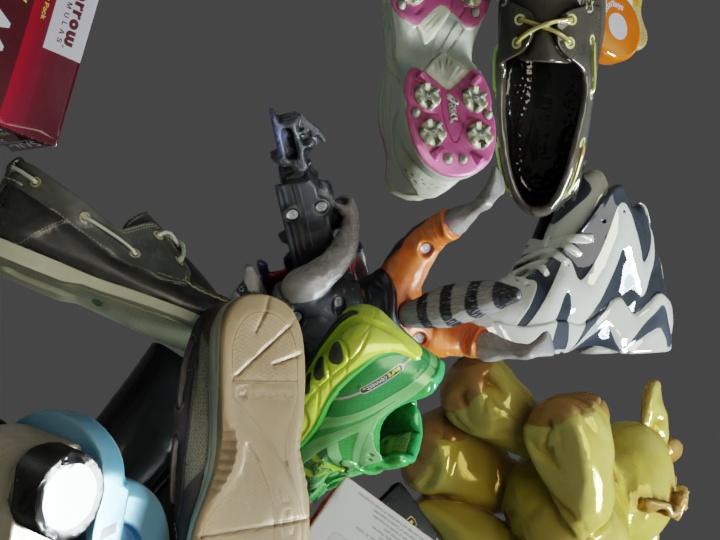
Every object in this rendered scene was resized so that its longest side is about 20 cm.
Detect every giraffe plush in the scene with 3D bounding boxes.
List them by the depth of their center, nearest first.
[{"bbox_3d":[0.143,0.139,1.436,0.162,0.200,0.173,-22,145,-55],"label":"giraffe plush"}]

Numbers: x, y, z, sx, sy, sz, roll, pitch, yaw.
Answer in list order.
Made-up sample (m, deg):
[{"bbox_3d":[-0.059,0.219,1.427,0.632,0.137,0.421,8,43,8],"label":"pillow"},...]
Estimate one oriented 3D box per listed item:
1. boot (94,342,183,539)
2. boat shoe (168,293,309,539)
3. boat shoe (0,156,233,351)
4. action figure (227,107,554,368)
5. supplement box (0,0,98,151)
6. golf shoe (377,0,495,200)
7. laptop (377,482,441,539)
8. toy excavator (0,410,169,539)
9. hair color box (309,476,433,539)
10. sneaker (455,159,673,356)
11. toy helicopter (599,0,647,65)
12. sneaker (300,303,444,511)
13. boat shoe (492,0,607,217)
[{"bbox_3d":[-0.169,0.119,1.269,0.200,0.065,0.165,-46,126,-18],"label":"boot"},{"bbox_3d":[-0.072,0.114,1.216,0.072,0.065,0.202,5,85,-30],"label":"boat shoe"},{"bbox_3d":[-0.124,0.000,1.276,0.199,0.072,0.068,25,71,-12],"label":"boat shoe"},{"bbox_3d":[0.000,0.000,1.324,0.192,0.105,0.201,-16,116,11],"label":"action figure"},{"bbox_3d":[-0.249,-0.149,1.214,0.199,0.061,0.110,21,80,-33],"label":"supplement box"},{"bbox_3d":[0.038,-0.138,1.404,0.075,0.092,0.201,11,63,-18],"label":"golf shoe"},{"bbox_3d":[0.043,0.260,1.294,0.177,0.103,0.200,-44,111,-25],"label":"laptop"},{"bbox_3d":[-0.144,0.174,1.213,0.199,0.100,0.196,4,98,-49],"label":"toy excavator"},{"bbox_3d":[-0.025,0.232,1.247,0.111,0.064,0.200,36,64,1],"label":"hair color box"},{"bbox_3d":[0.124,-0.009,1.458,0.198,0.079,0.131,0,86,-29],"label":"sneaker"},{"bbox_3d":[0.171,-0.214,1.497,0.199,0.079,0.133,-26,97,-41],"label":"toy helicopter"},{"bbox_3d":[-0.010,0.103,1.307,0.083,0.200,0.074,27,49,-4],"label":"sneaker"},{"bbox_3d":[0.119,-0.135,1.391,0.071,0.061,0.203,1,107,5],"label":"boat shoe"}]
